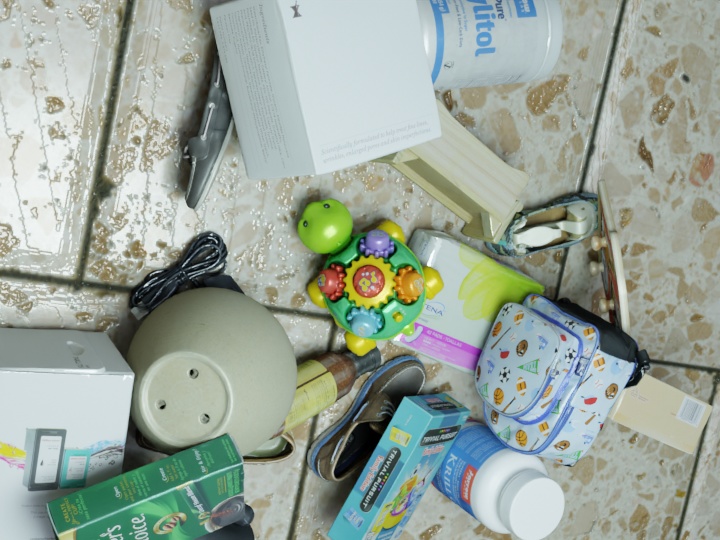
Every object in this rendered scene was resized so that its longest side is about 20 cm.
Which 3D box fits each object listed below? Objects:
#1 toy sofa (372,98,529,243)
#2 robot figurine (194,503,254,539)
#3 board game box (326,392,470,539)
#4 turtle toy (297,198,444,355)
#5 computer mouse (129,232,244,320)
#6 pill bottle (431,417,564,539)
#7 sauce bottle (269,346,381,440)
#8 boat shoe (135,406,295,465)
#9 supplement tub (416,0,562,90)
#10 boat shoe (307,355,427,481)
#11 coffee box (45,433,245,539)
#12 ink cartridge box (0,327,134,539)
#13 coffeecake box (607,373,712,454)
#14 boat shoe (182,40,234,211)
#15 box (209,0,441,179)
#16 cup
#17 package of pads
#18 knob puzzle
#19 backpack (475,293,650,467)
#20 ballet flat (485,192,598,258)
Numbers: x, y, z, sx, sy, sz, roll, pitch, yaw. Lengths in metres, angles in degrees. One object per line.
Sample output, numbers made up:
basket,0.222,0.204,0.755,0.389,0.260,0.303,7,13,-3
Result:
toy sofa,0.111,-0.127,1.479,0.199,0.083,0.098,34,82,-27
robot figurine,-0.206,0.330,1.398,0.200,0.124,0.151,36,72,-28
board game box,0.052,0.254,1.487,0.201,0.047,0.151,-61,158,9
turtle toy,0.000,0.000,1.424,0.146,0.101,0.200,-40,81,1
computer mouse,-0.169,0.071,1.401,0.138,0.053,0.201,-39,115,-14
pill bottle,0.175,0.273,1.529,0.111,0.200,0.113,-5,103,-24
sauce bottle,-0.054,0.141,1.442,0.199,0.066,0.067,-24,112,-40
boat shoe,-0.168,0.197,1.417,0.198,0.074,0.076,6,99,-27
supplement tub,0.129,-0.288,1.427,0.198,0.132,0.133,-10,105,-24
boat shoe,0.022,0.197,1.510,0.200,0.072,0.072,-48,116,-9
coffee box,-0.218,0.251,1.223,0.199,0.044,0.123,-18,143,-20
ink cartridge box,-0.343,0.178,1.279,0.145,0.147,0.202,4,103,-26
coffeecake box,0.345,0.162,1.589,0.153,0.200,0.074,24,90,-28
boat shoe,-0.172,-0.169,1.348,0.057,0.067,0.201,22,86,-9
box,-0.036,-0.220,1.315,0.198,0.130,0.202,-20,103,-38
cup,-0.175,0.126,1.287,0.198,0.143,0.202,0,95,3
package of pads,0.131,0.047,1.534,0.199,0.068,0.156,22,91,-29
knob puzzle,0.321,0.016,1.533,0.030,0.220,0.222,-7,106,6
backpack,0.236,0.140,1.472,0.153,0.200,0.192,12,102,-24
ballet flat,0.262,-0.056,1.577,0.199,0.074,0.075,-18,108,-22
